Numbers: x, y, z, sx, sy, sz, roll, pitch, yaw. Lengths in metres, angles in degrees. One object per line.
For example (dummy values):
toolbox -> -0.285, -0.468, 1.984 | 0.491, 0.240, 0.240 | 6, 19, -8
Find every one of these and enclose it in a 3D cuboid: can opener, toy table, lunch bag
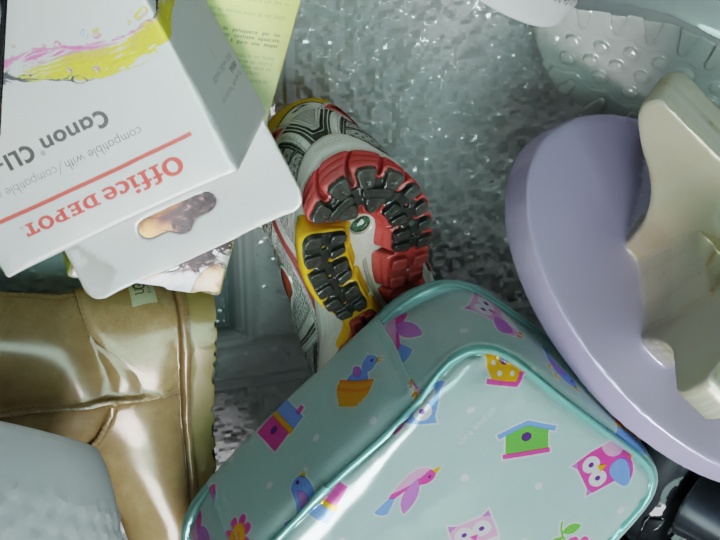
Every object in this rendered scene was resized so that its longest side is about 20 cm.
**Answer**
can opener -> 0.190, 0.069, 1.335 | 0.200, 0.078, 0.064 | -40, 159, -40
toy table -> 0.168, 0.001, 1.213 | 0.199, 0.117, 0.185 | 33, 63, -17
lunch bag -> 0.026, 0.112, 1.265 | 0.200, 0.077, 0.160 | -45, 126, 15

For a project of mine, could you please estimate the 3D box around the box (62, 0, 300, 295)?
box -> -0.075, -0.089, 1.213 | 0.075, 0.050, 0.201 | 6, 117, -19

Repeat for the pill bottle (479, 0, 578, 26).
pill bottle -> 0.095, -0.211, 1.153 | 0.113, 0.114, 0.200 | 28, 109, -28

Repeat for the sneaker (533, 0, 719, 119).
sneaker -> 0.177, -0.102, 1.271 | 0.199, 0.081, 0.077 | 13, 145, -2

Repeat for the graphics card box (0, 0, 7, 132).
graphics card box -> -0.192, -0.151, 1.053 | 0.125, 0.051, 0.201 | 2, 114, -9

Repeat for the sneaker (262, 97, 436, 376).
sneaker -> 0.000, 0.000, 1.279 | 0.077, 0.082, 0.201 | -22, 140, -13

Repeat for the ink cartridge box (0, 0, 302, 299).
ink cartridge box -> -0.119, -0.080, 1.148 | 0.116, 0.068, 0.201 | -24, 108, 18

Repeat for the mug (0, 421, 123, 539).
mug -> -0.198, 0.145, 1.191 | 0.199, 0.148, 0.176 | 13, 83, 8

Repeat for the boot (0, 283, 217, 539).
boot -> -0.168, 0.079, 1.282 | 0.199, 0.066, 0.176 | -5, 111, -13

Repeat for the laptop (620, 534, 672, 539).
laptop -> 0.092, 0.214, 1.377 | 0.187, 0.116, 0.200 | -29, 138, 3
